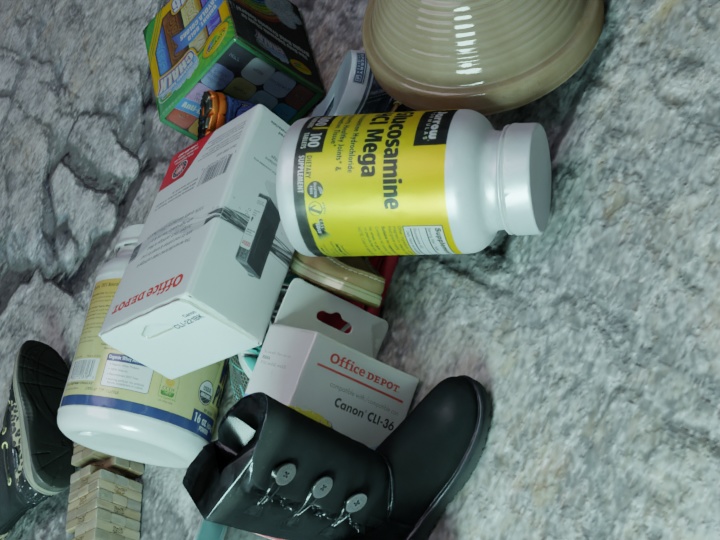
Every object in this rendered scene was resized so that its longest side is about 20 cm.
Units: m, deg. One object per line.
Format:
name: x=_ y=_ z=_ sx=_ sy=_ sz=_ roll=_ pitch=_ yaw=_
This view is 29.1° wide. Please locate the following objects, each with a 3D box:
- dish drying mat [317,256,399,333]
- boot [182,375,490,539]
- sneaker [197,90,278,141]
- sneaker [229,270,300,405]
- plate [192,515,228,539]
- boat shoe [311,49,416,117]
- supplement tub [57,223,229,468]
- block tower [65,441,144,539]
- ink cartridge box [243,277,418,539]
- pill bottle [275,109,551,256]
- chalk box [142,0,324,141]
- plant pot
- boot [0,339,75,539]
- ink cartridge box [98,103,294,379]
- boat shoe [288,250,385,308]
dish drying mat: x=0.000 y=0.000 z=1.218 sx=0.077 sy=0.018 sz=0.201 roll=7 pitch=74 yaw=53
boot: x=-0.011 y=0.125 z=1.004 sx=0.066 sy=0.200 sz=0.165 roll=26 pitch=89 yaw=53
sneaker: x=-0.121 y=-0.081 z=1.331 sx=0.200 sy=0.078 sz=0.076 roll=104 pitch=166 yaw=-47
sneaker: x=-0.094 y=0.050 z=1.258 sx=0.200 sy=0.077 sz=0.091 roll=-90 pitch=18 yaw=-49
plate: x=-0.135 y=0.244 z=1.162 sx=0.200 sy=0.025 sz=0.201 roll=-160 pitch=90 yaw=-88
boat shoe: x=0.005 y=-0.122 z=1.253 sx=0.200 sy=0.090 sz=0.071 roll=129 pitch=152 yaw=-62
supplement tub: x=-0.191 y=0.071 z=1.298 sx=0.144 sy=0.144 sz=0.201 roll=-8 pitch=63 yaw=47
block tower: x=-0.250 y=0.201 z=1.364 sx=0.058 sy=0.054 sz=0.201 roll=-28 pitch=48 yaw=36
ink cartridge box: x=-0.031 y=0.119 z=1.101 sx=0.067 sy=0.116 sz=0.201 roll=7 pitch=74 yaw=52
pill bottle: x=0.044 y=-0.068 z=1.084 sx=0.199 sy=0.112 sz=0.113 roll=-1 pitch=64 yaw=19
chalk box: x=-0.127 y=-0.198 z=1.403 sx=0.124 sy=0.125 sz=0.200 roll=-42 pitch=41 yaw=25
plant pot: x=0.090 y=-0.227 z=1.116 sx=0.200 sy=0.093 sz=0.202 roll=-10 pitch=52 yaw=13
boot: x=-0.380 y=0.190 z=1.512 sx=0.154 sy=0.073 sz=0.204 roll=-44 pitch=41 yaw=27
ink cartridge box: x=-0.125 y=-0.021 z=1.181 sx=0.144 sy=0.084 sz=0.201 roll=-23 pitch=40 yaw=47
boat shoe: x=-0.033 y=-0.028 z=1.200 sx=0.200 sy=0.074 sz=0.067 roll=36 pitch=100 yaw=54
